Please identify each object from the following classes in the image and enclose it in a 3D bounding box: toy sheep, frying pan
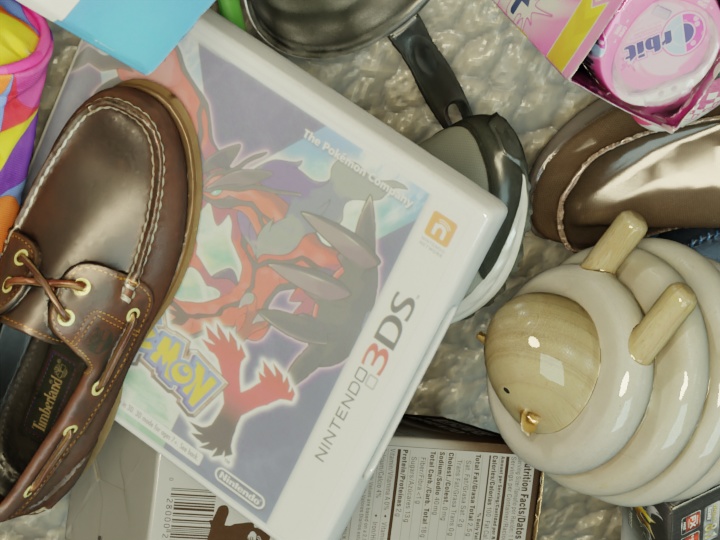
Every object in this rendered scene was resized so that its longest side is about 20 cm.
[{"bbox_3d":[0.135,0.046,1.070,0.200,0.138,0.138,14,122,-38],"label":"toy sheep"},{"bbox_3d":[0.019,-0.132,0.991,0.115,0.031,0.190,-52,143,13],"label":"frying pan"}]

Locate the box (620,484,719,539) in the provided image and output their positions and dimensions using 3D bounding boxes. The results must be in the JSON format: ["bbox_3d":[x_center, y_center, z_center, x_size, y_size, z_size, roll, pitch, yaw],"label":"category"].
[{"bbox_3d":[0.214,0.139,1.210,0.158,0.048,0.200,-22,139,-17],"label":"box"}]

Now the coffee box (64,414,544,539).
[{"bbox_3d":[-0.027,0.109,1.106,0.200,0.114,0.080,6,92,-26],"label":"coffee box"}]

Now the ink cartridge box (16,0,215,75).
[{"bbox_3d":[-0.121,-0.199,0.802,0.200,0.147,0.146,28,114,-37],"label":"ink cartridge box"}]

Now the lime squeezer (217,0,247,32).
[{"bbox_3d":[-0.025,-0.075,1.018,0.071,0.038,0.200,-38,131,11],"label":"lime squeezer"}]

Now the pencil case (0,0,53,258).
[{"bbox_3d":[-0.188,-0.027,0.964,0.088,0.088,0.200,5,126,-25],"label":"pencil case"}]

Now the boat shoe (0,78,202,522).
[{"bbox_3d":[-0.123,0.018,0.954,0.070,0.070,0.200,-28,139,-63],"label":"boat shoe"}]

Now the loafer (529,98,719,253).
[{"bbox_3d":[0.176,-0.055,1.090,0.200,0.071,0.073,-21,133,-4],"label":"loafer"}]

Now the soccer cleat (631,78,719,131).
[{"bbox_3d":[0.204,-0.132,1.035,0.086,0.070,0.200,26,114,-26],"label":"soccer cleat"}]

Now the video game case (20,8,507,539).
[{"bbox_3d":[-0.058,-0.003,0.967,0.023,0.200,0.182,-22,142,-59],"label":"video game case"}]

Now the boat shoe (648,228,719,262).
[{"bbox_3d":[0.243,-0.007,1.158,0.200,0.069,0.084,-8,130,-16],"label":"boat shoe"}]

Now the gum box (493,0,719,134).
[{"bbox_3d":[0.137,-0.173,0.935,0.066,0.114,0.200,21,111,-34],"label":"gum box"}]

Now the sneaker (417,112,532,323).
[{"bbox_3d":[0.000,0.000,1.035,0.079,0.074,0.200,9,139,-46],"label":"sneaker"}]

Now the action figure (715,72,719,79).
[{"bbox_3d":[0.227,-0.125,0.933,0.102,0.119,0.200,12,155,-29],"label":"action figure"}]
